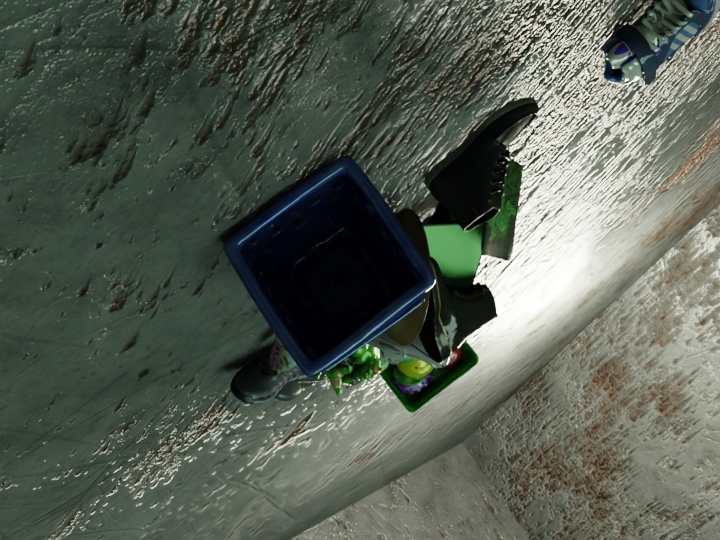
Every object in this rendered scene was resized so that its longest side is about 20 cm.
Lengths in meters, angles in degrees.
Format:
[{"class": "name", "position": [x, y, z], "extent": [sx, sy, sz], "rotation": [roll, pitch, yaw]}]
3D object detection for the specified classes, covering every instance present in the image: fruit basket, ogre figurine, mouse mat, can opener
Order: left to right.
[{"class": "can opener", "position": [-0.119, 0.205, 1.739], "extent": [0.053, 0.067, 0.200], "rotation": [-28, 164, 18]}, {"class": "ogre figurine", "position": [-0.022, 0.164, 1.789], "extent": [0.119, 0.099, 0.200], "rotation": [-27, 134, 14]}, {"class": "fruit basket", "position": [0.140, 0.198, 2.102], "extent": [0.215, 0.156, 0.216], "rotation": [-39, 179, -1]}, {"class": "mouse mat", "position": [0.116, 0.011, 1.520], "extent": [0.159, 0.008, 0.202], "rotation": [-4, 124, -26]}, {"class": "mouse mat", "position": [0.226, -0.099, 1.522], "extent": [0.200, 0.007, 0.163], "rotation": [6, 91, -68]}]

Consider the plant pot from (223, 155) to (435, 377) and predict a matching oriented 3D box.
[{"class": "plant pot", "position": [-0.032, 0.006, 1.229], "extent": [0.199, 0.201, 0.180], "rotation": [-35, 169, -2]}]

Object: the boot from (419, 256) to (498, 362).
[{"class": "boot", "position": [0.148, 0.031, 1.514], "extent": [0.138, 0.077, 0.201], "rotation": [-32, 136, -20]}]

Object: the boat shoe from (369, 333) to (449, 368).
[{"class": "boat shoe", "position": [0.055, 0.130, 1.663], "extent": [0.067, 0.199, 0.074], "rotation": [-61, 165, -6]}]

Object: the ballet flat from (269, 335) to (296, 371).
[{"class": "ballet flat", "position": [-0.078, 0.075, 1.526], "extent": [0.200, 0.069, 0.071], "rotation": [-41, 144, 0]}]

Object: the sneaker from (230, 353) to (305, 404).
[{"class": "sneaker", "position": [-0.138, 0.150, 1.599], "extent": [0.199, 0.074, 0.088], "rotation": [-27, 150, -55]}]

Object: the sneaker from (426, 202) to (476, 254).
[{"class": "sneaker", "position": [0.125, -0.045, 1.527], "extent": [0.079, 0.076, 0.200], "rotation": [31, 117, -32]}]

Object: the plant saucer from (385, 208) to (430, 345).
[{"class": "plant saucer", "position": [0.049, 0.010, 1.416], "extent": [0.035, 0.202, 0.201], "rotation": [1, 148, -18]}]

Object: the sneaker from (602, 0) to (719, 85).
[{"class": "sneaker", "position": [0.419, -0.339, 1.371], "extent": [0.146, 0.081, 0.200], "rotation": [-34, 168, -21]}]

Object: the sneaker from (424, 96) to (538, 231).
[{"class": "sneaker", "position": [0.197, -0.151, 1.388], "extent": [0.200, 0.107, 0.075], "rotation": [-42, 161, 16]}]
